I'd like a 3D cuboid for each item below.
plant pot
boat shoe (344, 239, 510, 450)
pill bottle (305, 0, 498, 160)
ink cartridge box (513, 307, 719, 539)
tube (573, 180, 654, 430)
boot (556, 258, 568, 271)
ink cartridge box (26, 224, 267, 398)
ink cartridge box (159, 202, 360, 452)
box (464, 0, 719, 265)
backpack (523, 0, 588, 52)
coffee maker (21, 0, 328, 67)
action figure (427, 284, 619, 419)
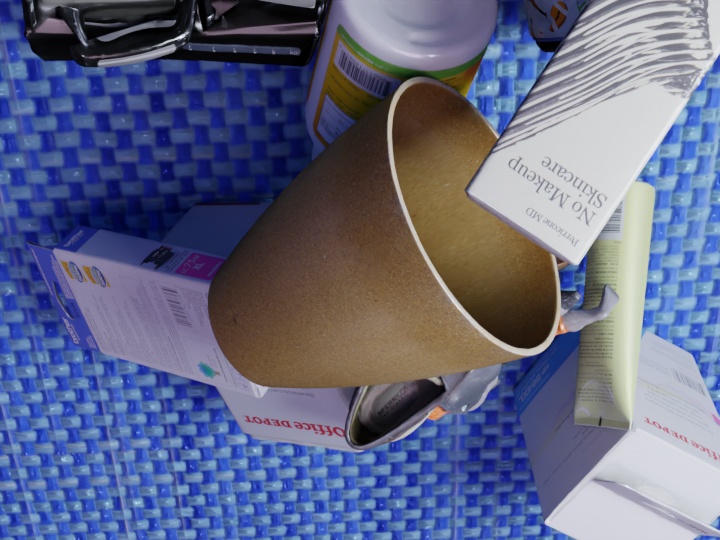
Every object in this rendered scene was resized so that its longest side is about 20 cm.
[{"bbox_3d":[0.000,0.000,0.776,0.199,0.187,0.186,-25,122,32],"label":"plant pot"},{"bbox_3d":[0.053,0.061,0.861,0.072,0.065,0.200,40,116,4],"label":"boat shoe"},{"bbox_3d":[0.020,-0.134,0.840,0.110,0.112,0.200,9,150,-8],"label":"pill bottle"},{"bbox_3d":[0.230,0.152,1.014,0.128,0.201,0.125,27,119,-18],"label":"ink cartridge box"},{"bbox_3d":[0.206,0.028,0.953,0.052,0.058,0.202,5,82,18],"label":"tube"},{"bbox_3d":[0.088,0.013,1.009,0.198,0.075,0.097,-8,141,4],"label":"boot"},{"bbox_3d":[-0.166,0.028,0.930,0.199,0.042,0.120,10,135,28],"label":"ink cartridge box"},{"bbox_3d":[-0.067,0.047,0.971,0.145,0.083,0.201,2,131,35],"label":"ink cartridge box"},{"bbox_3d":[0.146,-0.107,0.674,0.082,0.068,0.201,32,95,2],"label":"box"},{"bbox_3d":[0.198,-0.214,0.781,0.189,0.200,0.155,-19,96,1],"label":"backpack"},{"bbox_3d":[-0.128,-0.210,0.803,0.198,0.192,0.136,0,102,-12],"label":"coffee maker"},{"bbox_3d":[0.077,0.043,0.915,0.199,0.105,0.194,31,115,-29],"label":"action figure"}]
